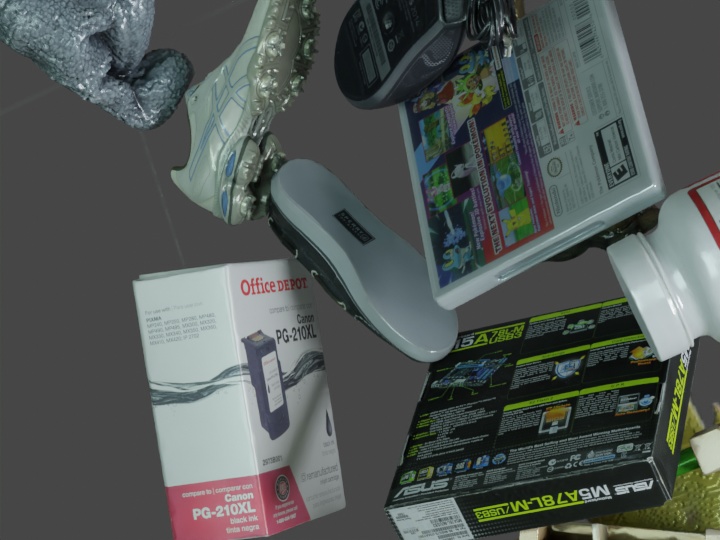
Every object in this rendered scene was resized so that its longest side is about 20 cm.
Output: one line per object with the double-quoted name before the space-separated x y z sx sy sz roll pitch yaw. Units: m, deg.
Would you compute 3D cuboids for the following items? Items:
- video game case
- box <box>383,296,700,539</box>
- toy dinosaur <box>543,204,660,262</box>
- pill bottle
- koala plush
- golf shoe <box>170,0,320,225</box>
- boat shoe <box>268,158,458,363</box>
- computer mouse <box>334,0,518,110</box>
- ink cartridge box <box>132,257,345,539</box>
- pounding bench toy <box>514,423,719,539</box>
"video game case" 0.116 -0.092 1.476 0.182 0.023 0.201 -28 50 24
"box" 0.129 0.100 1.447 0.199 0.194 0.048 -14 119 24
"toy dinosaur" 0.115 -0.039 1.521 0.199 0.047 0.089 -15 93 28
"pill bottle" 0.270 -0.020 1.382 0.199 0.112 0.113 -26 82 4
"koala plush" -0.187 -0.241 1.593 0.177 0.184 0.200 39 95 18
"golf shoe" -0.096 -0.140 1.599 0.097 0.078 0.201 22 100 28
"boat shoe" 0.000 0.000 1.562 0.200 0.068 0.057 50 142 24
"computer mouse" 0.051 -0.181 1.503 0.200 0.052 0.139 -37 58 49
"ink cartridge box" -0.089 0.094 1.565 0.084 0.145 0.202 -9 89 23
"pounding bench toy" 0.177 0.199 1.442 0.155 0.124 0.202 4 83 15
